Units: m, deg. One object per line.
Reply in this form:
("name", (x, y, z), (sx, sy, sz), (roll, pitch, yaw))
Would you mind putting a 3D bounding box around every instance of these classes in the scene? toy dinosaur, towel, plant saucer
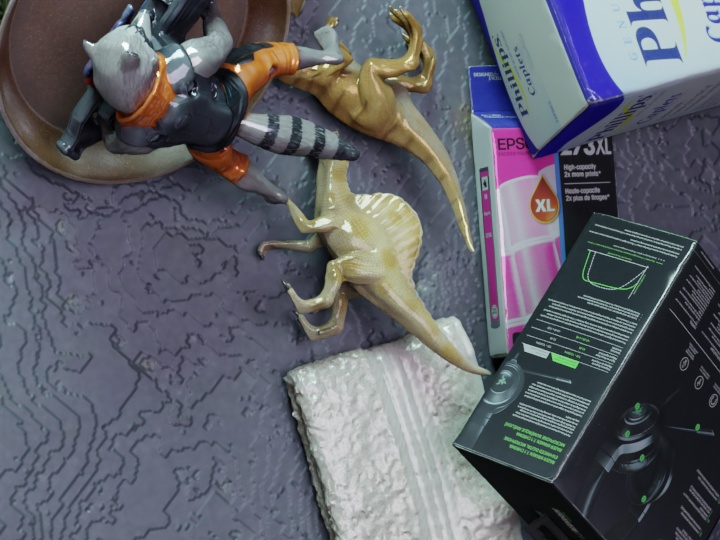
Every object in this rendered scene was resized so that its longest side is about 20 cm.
("toy dinosaur", (0.000, 0.000, 1.630), (0.101, 0.058, 0.201), (-31, 83, -5))
("towel", (0.034, 0.143, 1.660), (0.132, 0.034, 0.201), (-17, 92, -23))
("plant saucer", (-0.139, -0.148, 1.567), (0.199, 0.035, 0.201), (-17, 130, -21))
("toy dinosaur", (0.017, -0.109, 1.664), (0.199, 0.060, 0.107), (35, 79, -4))

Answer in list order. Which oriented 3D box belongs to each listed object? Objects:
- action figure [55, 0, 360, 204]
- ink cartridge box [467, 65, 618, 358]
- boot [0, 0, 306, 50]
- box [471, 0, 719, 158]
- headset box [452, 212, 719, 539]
("action figure", (-0.083, -0.125, 1.530), (0.193, 0.105, 0.201), (7, 122, -47))
("ink cartridge box", (0.128, -0.043, 1.715), (0.094, 0.037, 0.202), (-3, 85, -23))
("boot", (-0.122, -0.199, 1.611), (0.199, 0.066, 0.177), (15, 86, -24))
("box", (0.184, -0.198, 1.695), (0.199, 0.105, 0.185), (-17, 81, -24))
("headset box", (0.174, 0.098, 1.652), (0.174, 0.092, 0.201), (45, 70, -42))
